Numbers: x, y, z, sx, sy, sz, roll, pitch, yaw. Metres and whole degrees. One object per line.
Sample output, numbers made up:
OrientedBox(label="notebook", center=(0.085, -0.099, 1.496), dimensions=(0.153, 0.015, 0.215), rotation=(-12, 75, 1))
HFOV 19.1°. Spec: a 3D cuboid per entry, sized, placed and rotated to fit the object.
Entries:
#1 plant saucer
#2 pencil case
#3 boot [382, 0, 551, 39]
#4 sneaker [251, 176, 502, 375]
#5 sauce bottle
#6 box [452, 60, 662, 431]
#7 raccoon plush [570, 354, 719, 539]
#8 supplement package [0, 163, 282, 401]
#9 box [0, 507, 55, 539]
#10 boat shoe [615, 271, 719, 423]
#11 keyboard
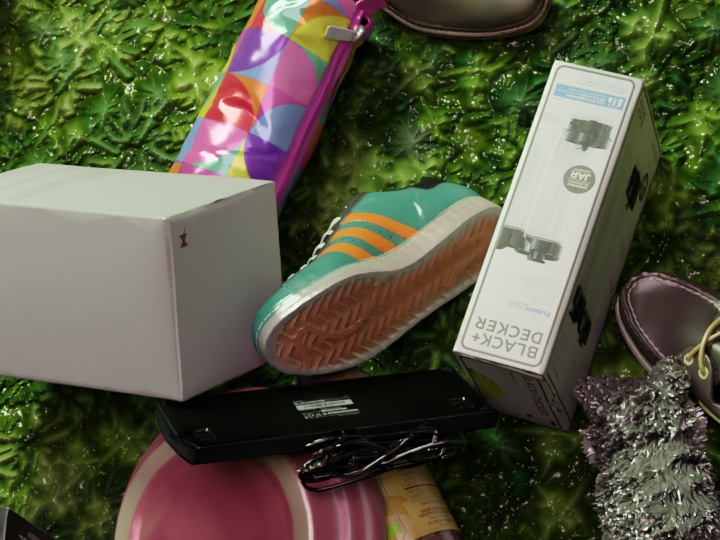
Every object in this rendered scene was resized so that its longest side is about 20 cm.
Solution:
OrientedBox(label="plant saucer", center=(-0.079, 0.171, 1.319), dimensions=(0.199, 0.051, 0.202), rotation=(-7, 77, 31))
OrientedBox(label="pencil case", center=(-0.061, -0.109, 1.437), dimensions=(0.088, 0.088, 0.201), rotation=(22, 79, 21))
OrientedBox(label="boot", center=(0.031, -0.218, 1.446), dimensions=(0.199, 0.097, 0.075), rotation=(20, 76, 21))
OrientedBox(label="sneaker", center=(0.000, 0.000, 1.365), dimensions=(0.199, 0.072, 0.080), rotation=(-28, 42, -31))
OrientedBox(label="sauce bottle", center=(0.001, 0.113, 1.348), dimensions=(0.064, 0.065, 0.201), rotation=(-30, 63, 2))
OrientedBox(label="box", center=(0.126, -0.014, 1.334), dimensions=(0.060, 0.117, 0.201), rotation=(14, 75, 19))
OrientedBox(label="raccoon plush", center=(0.180, 0.119, 1.233), dimensions=(0.096, 0.200, 0.135), rotation=(-11, 87, -7))
OrientedBox(label="supplement package", center=(-0.161, 0.003, 1.356), dimensions=(0.199, 0.117, 0.118), rotation=(6, 105, 33))
OrientedBox(label="box", center=(-0.200, 0.244, 1.274), dimensions=(0.043, 0.200, 0.162), rotation=(-3, 69, 13))
OrientedBox(label="boat shoe", center=(0.235, 0.062, 1.306), dimensions=(0.201, 0.061, 0.072), rotation=(40, 84, 24))
OrientedBox(label="keyboard", center=(-0.018, 0.102, 1.281), dimensions=(0.198, 0.040, 0.104), rotation=(-6, 22, -17))
